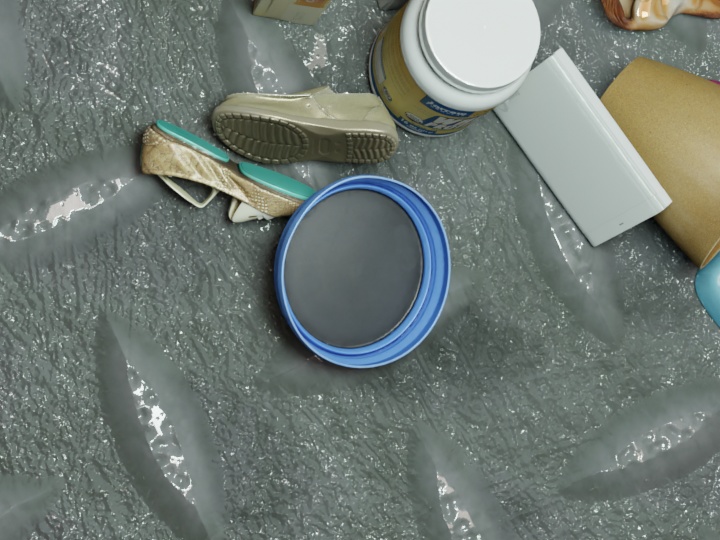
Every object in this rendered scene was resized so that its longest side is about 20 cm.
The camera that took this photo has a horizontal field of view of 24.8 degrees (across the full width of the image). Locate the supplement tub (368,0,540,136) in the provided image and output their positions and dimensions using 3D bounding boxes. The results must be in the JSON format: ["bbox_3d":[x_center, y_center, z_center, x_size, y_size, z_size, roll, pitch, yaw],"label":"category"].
[{"bbox_3d":[0.097,-0.228,1.712,0.143,0.200,0.146,2,83,-14],"label":"supplement tub"}]

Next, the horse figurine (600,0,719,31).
[{"bbox_3d":[0.340,-0.325,1.858,0.199,0.050,0.134,-27,107,-24],"label":"horse figurine"}]

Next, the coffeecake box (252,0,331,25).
[{"bbox_3d":[-0.057,-0.378,1.715,0.072,0.153,0.202,8,82,-13],"label":"coffeecake box"}]

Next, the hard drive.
[{"bbox_3d":[0.235,-0.130,1.770,0.026,0.132,0.201,-39,94,-32],"label":"hard drive"}]

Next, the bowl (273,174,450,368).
[{"bbox_3d":[0.000,0.000,1.713,0.199,0.039,0.203,-4,99,-27],"label":"bowl"}]

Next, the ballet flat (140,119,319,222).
[{"bbox_3d":[-0.140,-0.090,1.713,0.199,0.071,0.066,25,104,-7],"label":"ballet flat"}]

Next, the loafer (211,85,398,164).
[{"bbox_3d":[-0.058,-0.157,1.733,0.198,0.076,0.069,7,51,-7],"label":"loafer"}]

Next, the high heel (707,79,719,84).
[{"bbox_3d":[0.472,-0.154,1.850,0.200,0.096,0.068,39,67,-8],"label":"high heel"}]

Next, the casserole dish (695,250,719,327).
[{"bbox_3d":[0.468,0.041,1.858,0.121,0.039,0.200,-41,95,-15],"label":"casserole dish"}]

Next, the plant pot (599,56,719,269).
[{"bbox_3d":[0.353,-0.136,1.790,0.200,0.187,0.187,40,75,12],"label":"plant pot"}]

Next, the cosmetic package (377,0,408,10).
[{"bbox_3d":[0.114,-0.359,1.794,0.198,0.090,0.108,-10,85,-18],"label":"cosmetic package"}]
